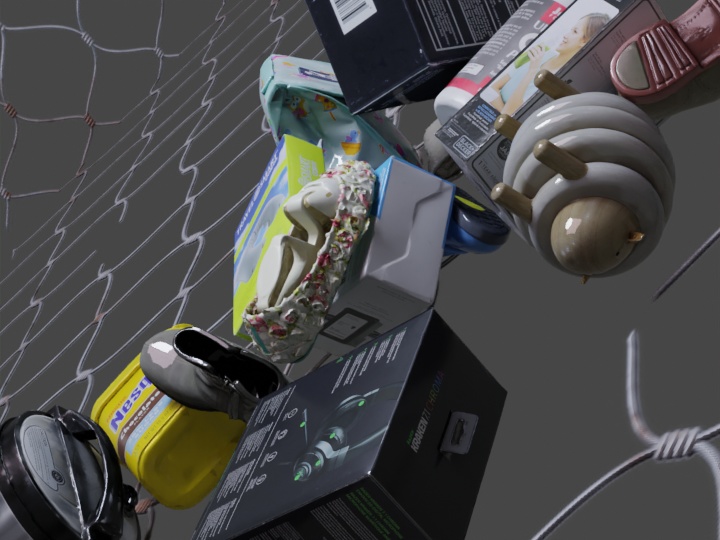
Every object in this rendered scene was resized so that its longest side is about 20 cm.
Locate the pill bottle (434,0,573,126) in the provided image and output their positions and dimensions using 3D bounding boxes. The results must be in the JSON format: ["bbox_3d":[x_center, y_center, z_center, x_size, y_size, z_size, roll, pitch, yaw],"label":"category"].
[{"bbox_3d":[0.169,-0.185,1.392,0.200,0.111,0.111,-47,19,-11],"label":"pill bottle"}]

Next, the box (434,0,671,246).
[{"bbox_3d":[0.172,-0.132,1.247,0.200,0.117,0.060,-44,37,2],"label":"box"}]

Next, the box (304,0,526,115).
[{"bbox_3d":[0.054,-0.272,1.474,0.197,0.202,0.123,-16,-8,-45],"label":"box"}]

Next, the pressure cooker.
[{"bbox_3d":[-0.293,0.223,1.363,0.199,0.177,0.179,-38,-5,11],"label":"pressure cooker"}]

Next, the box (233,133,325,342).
[{"bbox_3d":[-0.072,-0.035,1.389,0.123,0.047,0.201,-61,19,26],"label":"box"}]

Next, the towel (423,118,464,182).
[{"bbox_3d":[0.145,-0.172,1.542,0.200,0.034,0.133,-40,17,14],"label":"towel"}]

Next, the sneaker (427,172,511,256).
[{"bbox_3d":[0.074,-0.033,1.354,0.079,0.065,0.200,-64,21,7],"label":"sneaker"}]

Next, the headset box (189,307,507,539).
[{"bbox_3d":[-0.004,0.140,1.066,0.199,0.093,0.175,-30,22,34],"label":"headset box"}]

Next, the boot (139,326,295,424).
[{"bbox_3d":[-0.122,0.076,1.268,0.198,0.131,0.068,21,73,30],"label":"boot"}]

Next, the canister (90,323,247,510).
[{"bbox_3d":[-0.169,0.136,1.439,0.149,0.087,0.200,-47,20,-10],"label":"canister"}]

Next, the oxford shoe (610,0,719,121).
[{"bbox_3d":[0.289,-0.179,1.198,0.198,0.075,0.071,-23,62,5],"label":"oxford shoe"}]

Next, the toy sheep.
[{"bbox_3d":[0.164,-0.070,1.114,0.137,0.138,0.201,-31,31,32],"label":"toy sheep"}]

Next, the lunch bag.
[{"bbox_3d":[-0.026,-0.134,1.548,0.122,0.200,0.171,-40,17,9],"label":"lunch bag"}]

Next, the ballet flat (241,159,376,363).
[{"bbox_3d":[-0.040,-0.020,1.215,0.075,0.064,0.202,-12,48,41],"label":"ballet flat"}]

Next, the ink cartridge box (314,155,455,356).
[{"bbox_3d":[0.000,0.000,1.322,0.200,0.067,0.117,-38,34,57],"label":"ink cartridge box"}]
